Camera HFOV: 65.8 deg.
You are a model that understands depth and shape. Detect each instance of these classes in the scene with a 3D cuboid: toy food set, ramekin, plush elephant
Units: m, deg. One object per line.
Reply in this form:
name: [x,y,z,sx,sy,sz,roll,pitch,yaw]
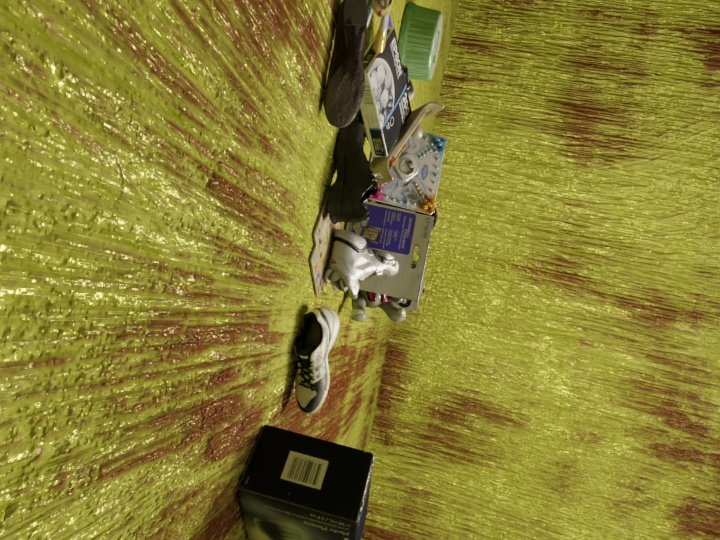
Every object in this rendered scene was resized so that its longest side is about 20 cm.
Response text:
toy food set: [0.101,-0.283,1.258,0.202,0.060,0.143,-56,-164,-5]
ramekin: [0.169,-0.637,1.567,0.200,0.095,0.206,12,90,-81]
plush elephant: [0.047,0.020,1.465,0.202,0.160,0.157,-111,-145,-49]

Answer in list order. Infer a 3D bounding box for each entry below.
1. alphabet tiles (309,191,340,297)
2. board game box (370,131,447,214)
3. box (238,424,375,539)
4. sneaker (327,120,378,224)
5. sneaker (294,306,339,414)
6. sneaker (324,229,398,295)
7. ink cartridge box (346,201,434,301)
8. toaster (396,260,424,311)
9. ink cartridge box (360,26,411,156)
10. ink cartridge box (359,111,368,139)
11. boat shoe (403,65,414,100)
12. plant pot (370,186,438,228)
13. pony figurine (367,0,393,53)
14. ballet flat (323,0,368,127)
alphabet tiles: [-0.068,-0.053,1.105,0.202,0.006,0.170,87,16,-58]
board game box: [0.120,-0.266,1.429,0.026,0.195,0.206,-173,-86,-72]
box: [-0.087,0.389,0.935,0.125,0.194,0.202,-68,166,-47]
sneaker: [-0.006,-0.184,1.055,0.076,0.088,0.206,39,57,-75]
sneaker: [-0.099,0.168,1.046,0.087,0.074,0.206,14,85,-65]
sneaker: [0.000,0.000,1.187,0.198,0.074,0.118,29,79,-45]
ink cartridge box: [0.056,-0.046,1.285,0.043,0.194,0.204,-74,176,-86]
toaster: [0.129,0.040,1.899,0.200,0.176,0.122,-55,154,-66]
ink cartridge box: [0.057,-0.376,1.135,0.200,0.042,0.203,69,38,-49]
ink cartridge box: [0.040,-0.353,1.283,0.200,0.043,0.097,3,98,-80]
boat shoe: [0.104,-0.485,1.423,0.201,0.073,0.095,-65,171,-55]
plant pot: [0.129,-0.226,1.592,0.203,0.194,0.202,91,7,-49]
pony figurine: [0.049,-0.490,0.924,0.200,0.162,0.199,170,-65,-82]
ballet flat: [-0.025,-0.335,0.899,0.046,0.066,0.206,-150,-115,-66]
